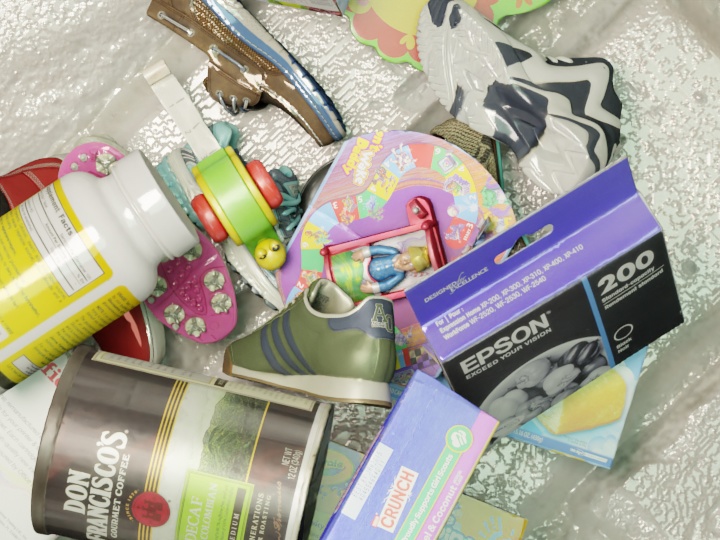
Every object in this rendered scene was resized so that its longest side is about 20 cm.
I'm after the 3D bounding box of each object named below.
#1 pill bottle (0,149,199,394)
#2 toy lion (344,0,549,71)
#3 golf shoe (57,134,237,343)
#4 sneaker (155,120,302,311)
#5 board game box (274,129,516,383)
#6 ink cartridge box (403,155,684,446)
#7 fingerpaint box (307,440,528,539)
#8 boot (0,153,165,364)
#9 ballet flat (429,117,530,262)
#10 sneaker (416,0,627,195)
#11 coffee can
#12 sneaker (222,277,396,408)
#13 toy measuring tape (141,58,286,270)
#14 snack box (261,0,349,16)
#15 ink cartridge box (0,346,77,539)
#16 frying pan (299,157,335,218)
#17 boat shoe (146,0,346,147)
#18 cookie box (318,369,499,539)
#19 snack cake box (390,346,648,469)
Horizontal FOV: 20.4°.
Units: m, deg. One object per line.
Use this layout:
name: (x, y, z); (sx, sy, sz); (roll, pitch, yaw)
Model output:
pill bottle: (-0.226, -0.002, 1.504); (0.200, 0.112, 0.113); (-33, 89, 1)
toy lion: (0.081, -0.260, 1.664); (0.199, 0.069, 0.193); (6, 95, -1)
golf shoe: (-0.164, -0.032, 1.611); (0.075, 0.092, 0.200); (-32, 110, 7)
sneaker: (-0.076, -0.038, 1.634); (0.086, 0.078, 0.200); (-43, 88, 8)
board game box: (0.023, -0.010, 1.562); (0.158, 0.039, 0.200); (31, 100, 6)
ink cartridge box: (0.146, 0.029, 1.526); (0.198, 0.200, 0.043); (-32, 53, -3)
fingerpaint box: (0.012, 0.240, 1.608); (0.199, 0.073, 0.167); (21, 83, 2)
boot: (-0.248, 0.010, 1.602); (0.072, 0.144, 0.201); (-32, 83, 38)
ballet flat: (0.096, -0.041, 1.622); (0.075, 0.068, 0.201); (-13, 59, -3)
sneaker: (0.142, -0.154, 1.642); (0.199, 0.129, 0.080); (42, 123, 17)
coffee can: (-0.132, 0.148, 1.511); (0.199, 0.146, 0.147); (12, 88, 3)
sneaker: (-0.035, 0.050, 1.549); (0.067, 0.200, 0.090); (9, 89, -35)
toy measuring tape: (-0.117, -0.087, 1.581); (0.073, 0.074, 0.200); (-32, 81, -2)
snack box: (-0.083, -0.306, 1.606); (0.199, 0.068, 0.169); (13, 74, 22)
ink cartridge box: (-0.283, 0.153, 1.629); (0.200, 0.088, 0.145); (-44, 91, 0)
frying pan: (-0.015, -0.009, 1.669); (0.115, 0.031, 0.191); (25, 87, 3)
boat shoe: (-0.095, -0.167, 1.655); (0.072, 0.072, 0.200); (-44, 80, 3)
cookie box: (0.025, 0.174, 1.479); (0.075, 0.200, 0.172); (30, 81, 3)
snack cake box: (0.125, 0.078, 1.648); (0.199, 0.067, 0.115); (18, 89, -1)
